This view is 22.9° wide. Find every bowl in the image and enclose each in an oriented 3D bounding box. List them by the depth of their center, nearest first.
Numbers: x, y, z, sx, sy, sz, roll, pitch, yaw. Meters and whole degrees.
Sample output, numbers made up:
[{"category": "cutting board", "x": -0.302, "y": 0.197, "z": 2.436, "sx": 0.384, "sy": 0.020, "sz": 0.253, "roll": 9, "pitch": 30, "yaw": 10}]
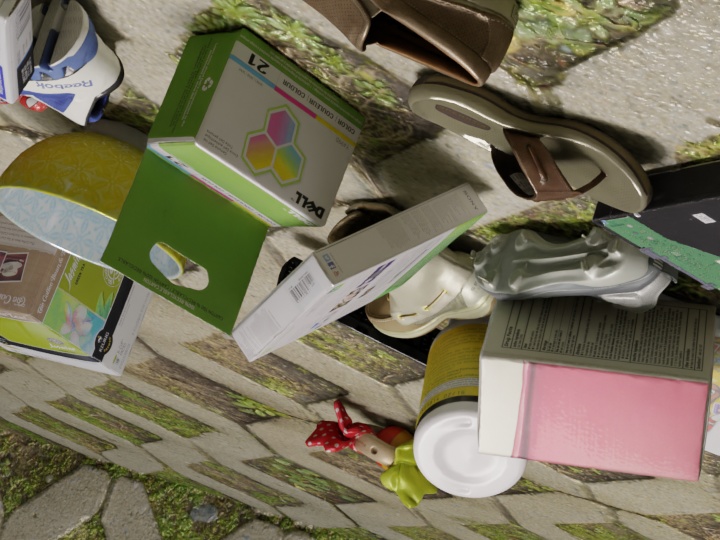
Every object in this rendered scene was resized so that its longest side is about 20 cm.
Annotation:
[{"category": "bowl", "x": -0.245, "y": -0.081, "z": 1.719, "sx": 0.198, "sy": 0.109, "sz": 0.200, "roll": 19, "pitch": 164, "yaw": 6}]

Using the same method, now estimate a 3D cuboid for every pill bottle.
[{"category": "pill bottle", "x": 0.115, "y": 0.115, "z": 1.734, "sx": 0.110, "sy": 0.201, "sz": 0.112, "roll": 4, "pitch": 127, "yaw": 6}]

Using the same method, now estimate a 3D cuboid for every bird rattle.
[{"category": "bird rattle", "x": 0.031, "y": 0.255, "z": 2.499, "sx": 0.198, "sy": 0.114, "sz": 0.163, "roll": 16, "pitch": 180, "yaw": 24}]

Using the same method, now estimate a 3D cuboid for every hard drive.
[{"category": "hard drive", "x": 0.288, "y": -0.034, "z": 1.347, "sx": 0.139, "sy": 0.038, "sz": 0.199, "roll": 28, "pitch": 162, "yaw": -24}]

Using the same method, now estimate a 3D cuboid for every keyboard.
[{"category": "keyboard", "x": 0.012, "y": 0.031, "z": 1.840, "sx": 0.199, "sy": 0.040, "sz": 0.104, "roll": 27, "pitch": -155, "yaw": -7}]

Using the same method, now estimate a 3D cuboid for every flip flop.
[{"category": "flip flop", "x": 0.123, "y": -0.085, "z": 1.337, "sx": 0.198, "sy": 0.058, "sz": 0.081, "roll": 24, "pitch": 159, "yaw": 1}]

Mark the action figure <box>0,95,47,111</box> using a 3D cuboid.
[{"category": "action figure", "x": -0.380, "y": -0.184, "z": 1.668, "sx": 0.198, "sy": 0.052, "sz": 0.066, "roll": 15, "pitch": 159, "yaw": 12}]

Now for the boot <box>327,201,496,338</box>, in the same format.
[{"category": "boot", "x": 0.028, "y": -0.002, "z": 1.711, "sx": 0.154, "sy": 0.073, "sz": 0.199, "roll": 28, "pitch": 157, "yaw": -27}]

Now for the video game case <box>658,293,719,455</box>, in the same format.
[{"category": "video game case", "x": 0.286, "y": 0.092, "z": 1.675, "sx": 0.198, "sy": 0.023, "sz": 0.183, "roll": 21, "pitch": 143, "yaw": -2}]

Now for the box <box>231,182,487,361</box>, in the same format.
[{"category": "box", "x": 0.000, "y": 0.000, "z": 1.502, "sx": 0.037, "sy": 0.199, "sz": 0.144, "roll": 58, "pitch": 137, "yaw": 9}]

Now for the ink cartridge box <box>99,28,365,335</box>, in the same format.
[{"category": "ink cartridge box", "x": -0.099, "y": -0.067, "z": 1.418, "sx": 0.147, "sy": 0.202, "sz": 0.075, "roll": 32, "pitch": 160, "yaw": -37}]

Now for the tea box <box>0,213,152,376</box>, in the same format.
[{"category": "tea box", "x": -0.397, "y": 0.020, "z": 2.188, "sx": 0.198, "sy": 0.135, "sz": 0.197, "roll": 10, "pitch": 162, "yaw": 32}]

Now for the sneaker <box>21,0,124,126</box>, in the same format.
[{"category": "sneaker", "x": -0.276, "y": -0.170, "z": 1.521, "sx": 0.198, "sy": 0.081, "sz": 0.115, "roll": 6, "pitch": 156, "yaw": 37}]

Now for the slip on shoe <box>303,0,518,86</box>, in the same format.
[{"category": "slip on shoe", "x": 0.004, "y": -0.178, "z": 1.183, "sx": 0.198, "sy": 0.061, "sz": 0.076, "roll": 20, "pitch": 164, "yaw": 1}]

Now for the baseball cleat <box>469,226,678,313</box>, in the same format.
[{"category": "baseball cleat", "x": 0.187, "y": 0.008, "z": 1.548, "sx": 0.106, "sy": 0.070, "sz": 0.199, "roll": 32, "pitch": 161, "yaw": -32}]

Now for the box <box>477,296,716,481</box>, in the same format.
[{"category": "box", "x": 0.209, "y": 0.097, "z": 1.569, "sx": 0.198, "sy": 0.128, "sz": 0.110, "roll": 6, "pitch": 120, "yaw": 11}]

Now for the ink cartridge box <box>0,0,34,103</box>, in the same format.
[{"category": "ink cartridge box", "x": -0.340, "y": -0.216, "z": 1.335, "sx": 0.199, "sy": 0.047, "sz": 0.198, "roll": 31, "pitch": 166, "yaw": -2}]
